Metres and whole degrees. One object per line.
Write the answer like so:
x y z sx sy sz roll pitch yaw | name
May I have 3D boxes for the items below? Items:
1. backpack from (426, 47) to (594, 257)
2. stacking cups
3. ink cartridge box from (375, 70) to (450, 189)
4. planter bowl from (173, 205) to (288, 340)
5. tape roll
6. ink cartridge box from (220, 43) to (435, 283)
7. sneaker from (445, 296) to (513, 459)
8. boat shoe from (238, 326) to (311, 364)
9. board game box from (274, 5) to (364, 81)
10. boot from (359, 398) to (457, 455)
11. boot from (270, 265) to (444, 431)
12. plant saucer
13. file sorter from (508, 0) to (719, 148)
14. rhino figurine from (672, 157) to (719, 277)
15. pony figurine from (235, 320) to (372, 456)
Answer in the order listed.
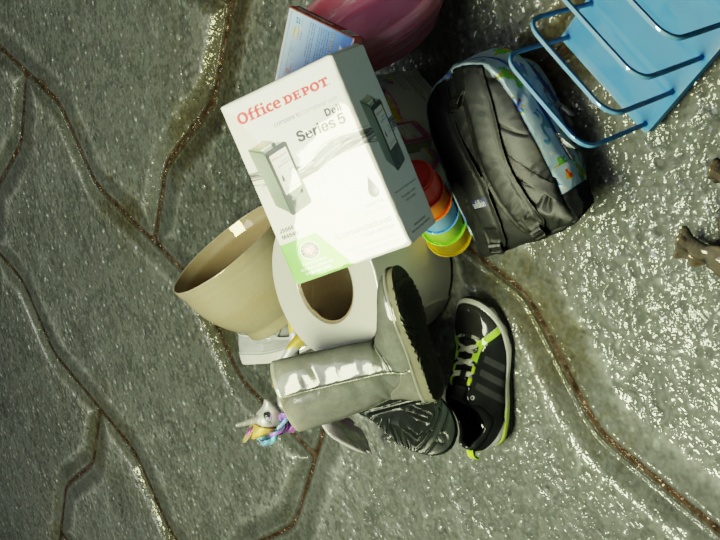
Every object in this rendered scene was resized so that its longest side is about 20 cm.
0.156 -0.139 1.057 0.200 0.154 0.163 52 143 -10 | backpack
0.082 -0.076 1.110 0.060 0.200 0.061 -6 70 16 | stacking cups
0.025 -0.149 1.133 0.145 0.199 0.085 52 134 20 | ink cartridge box
-0.153 0.014 1.410 0.199 0.201 0.135 -15 120 48 | planter bowl
0.000 0.000 1.259 0.202 0.139 0.204 18 116 41 | tape roll
-0.032 -0.108 0.990 0.145 0.084 0.201 -19 100 29 | ink cartridge box
0.143 0.134 1.194 0.071 0.082 0.202 -1 103 46 | sneaker
-0.127 0.101 1.491 0.199 0.072 0.069 -13 94 57 | boat shoe
-0.059 -0.173 1.056 0.103 0.019 0.201 35 122 34 | board game box
0.064 0.179 1.246 0.199 0.168 0.077 22 87 31 | boot
-0.016 0.096 1.150 0.199 0.072 0.183 -10 100 29 | boot
0.012 -0.290 1.127 0.200 0.201 0.051 13 145 44 | plant saucer
0.248 -0.231 0.891 0.139 0.122 0.200 54 142 18 | file sorter
0.366 -0.076 0.899 0.087 0.060 0.201 29 123 21 | rhino figurine
-0.066 0.165 1.366 0.166 0.192 0.201 27 95 54 | pony figurine
